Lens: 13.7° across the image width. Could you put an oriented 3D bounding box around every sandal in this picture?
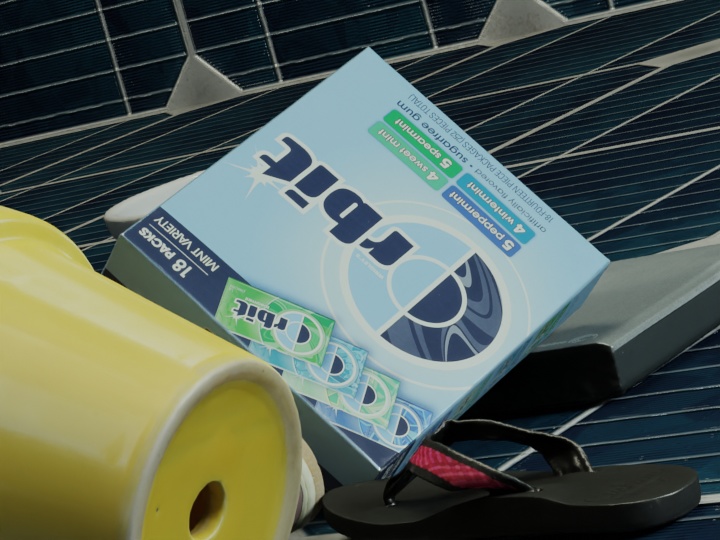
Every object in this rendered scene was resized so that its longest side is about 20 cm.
[{"bbox_3d":[0.063,0.088,1.310,0.200,0.045,0.075,-7,12,45],"label":"sandal"}]

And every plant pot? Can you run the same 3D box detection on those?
[{"bbox_3d":[-0.136,0.080,1.265,0.189,0.201,0.201,14,23,29],"label":"plant pot"}]

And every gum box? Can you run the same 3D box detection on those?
[{"bbox_3d":[0.000,0.000,1.472,0.200,0.170,0.045,-39,-13,-39],"label":"gum box"}]

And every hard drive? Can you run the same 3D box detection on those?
[{"bbox_3d":[0.120,0.033,1.603,0.139,0.033,0.200,-10,11,33],"label":"hard drive"}]

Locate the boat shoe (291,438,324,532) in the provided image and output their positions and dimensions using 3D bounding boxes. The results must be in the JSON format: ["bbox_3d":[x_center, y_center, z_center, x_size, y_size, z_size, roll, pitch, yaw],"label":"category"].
[{"bbox_3d":[-0.114,0.112,1.395,0.200,0.072,0.065,-7,11,29],"label":"boat shoe"}]

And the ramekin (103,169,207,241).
[{"bbox_3d":[-0.069,-0.021,2.069,0.200,0.098,0.200,-16,8,2],"label":"ramekin"}]
